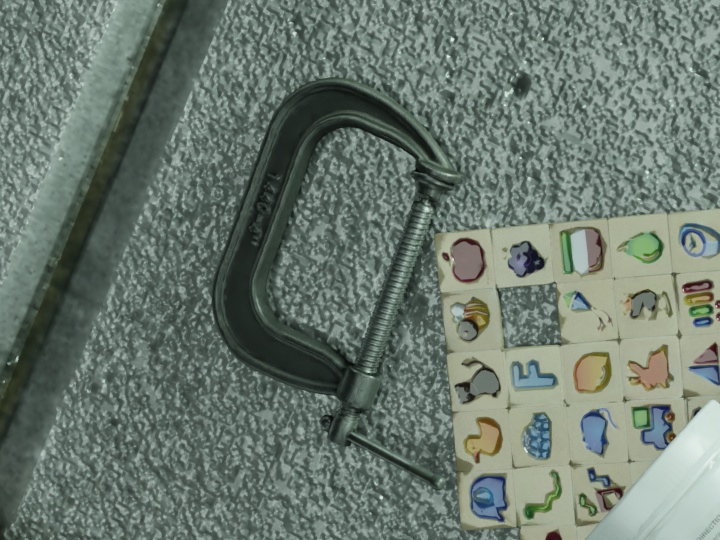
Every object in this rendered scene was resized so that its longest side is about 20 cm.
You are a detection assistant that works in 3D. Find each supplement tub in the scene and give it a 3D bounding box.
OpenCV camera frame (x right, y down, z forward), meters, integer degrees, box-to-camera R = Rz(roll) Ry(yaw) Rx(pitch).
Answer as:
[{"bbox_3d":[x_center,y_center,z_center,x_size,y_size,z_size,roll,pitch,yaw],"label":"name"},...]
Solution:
[{"bbox_3d":[0.215,0.179,1.494,0.200,0.132,0.132,43,105,8],"label":"supplement tub"}]

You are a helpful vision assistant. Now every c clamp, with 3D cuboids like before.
[{"bbox_3d":[0.000,0.000,1.608,0.170,0.027,0.201,19,99,25],"label":"c clamp"}]

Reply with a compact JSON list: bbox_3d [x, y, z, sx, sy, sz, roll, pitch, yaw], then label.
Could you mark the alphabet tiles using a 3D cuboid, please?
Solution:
[{"bbox_3d":[0.129,0.072,1.582,0.166,0.008,0.201,-5,93,18],"label":"alphabet tiles"}]
